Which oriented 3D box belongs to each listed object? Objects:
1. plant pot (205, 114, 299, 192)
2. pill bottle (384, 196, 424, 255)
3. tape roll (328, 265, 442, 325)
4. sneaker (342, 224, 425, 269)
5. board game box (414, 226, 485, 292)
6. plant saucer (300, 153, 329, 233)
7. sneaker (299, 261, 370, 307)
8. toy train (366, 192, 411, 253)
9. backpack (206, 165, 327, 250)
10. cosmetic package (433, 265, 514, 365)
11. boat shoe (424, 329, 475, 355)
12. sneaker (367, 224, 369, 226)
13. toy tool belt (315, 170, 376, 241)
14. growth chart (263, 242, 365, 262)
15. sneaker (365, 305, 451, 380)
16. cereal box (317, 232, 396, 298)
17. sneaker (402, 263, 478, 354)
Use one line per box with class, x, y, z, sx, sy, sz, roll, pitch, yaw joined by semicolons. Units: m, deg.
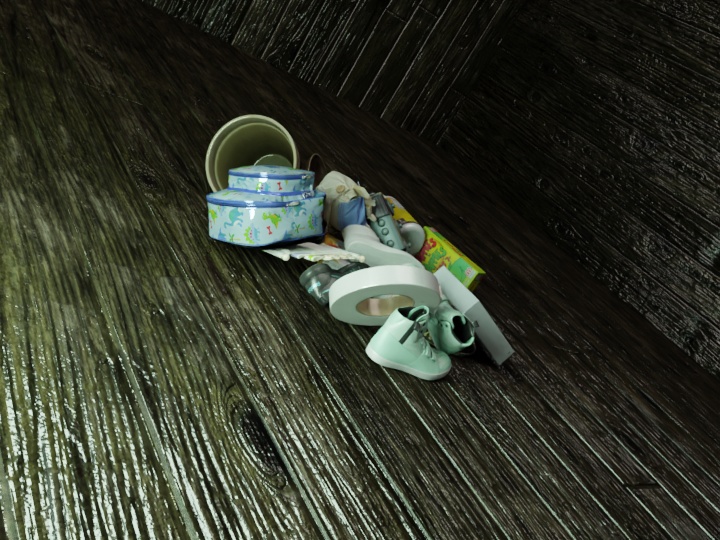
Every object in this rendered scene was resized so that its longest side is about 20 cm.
plant pot;-0.215;-0.220;1.523;0.200;0.201;0.174;36;3;8
pill bottle;0.080;-0.123;1.845;0.109;0.110;0.200;17;24;-39
tape roll;0.044;0.048;1.244;0.202;0.202;0.037;17;57;-40
sneaker;0.051;-0.041;1.529;0.199;0.074;0.116;25;22;-22
board game box;0.218;-0.015;1.812;0.200;0.102;0.047;44;23;29
plant saucer;-0.107;-0.164;1.592;0.036;0.202;0.200;-5;14;12
sneaker;-0.035;0.033;1.359;0.199;0.075;0.079;-5;54;-51
toy train;0.060;-0.095;1.668;0.114;0.085;0.201;-3;71;-82
backpack;-0.183;-0.121;1.301;0.182;0.148;0.200;10;19;36
cosmetic package;0.243;0.098;1.522;0.200;0.052;0.151;50;-1;-38
boat shoe;0.158;0.116;1.435;0.200;0.072;0.061;27;15;-26
sneaker;-0.026;-0.156;1.792;0.200;0.088;0.075;45;20;29
toy tool belt;-0.023;-0.123;1.566;0.122;0.201;0.125;20;56;26
growth chart;-0.100;-0.037;1.353;0.199;0.018;0.144;0;15;-39
sneaker;0.117;0.128;1.266;0.200;0.119;0.074;17;24;-39
cereal box;0.000;0.000;1.517;0.199;0.040;0.144;28;18;-14
sneaker;0.151;0.064;1.340;0.201;0.074;0.118;58;-21;1
